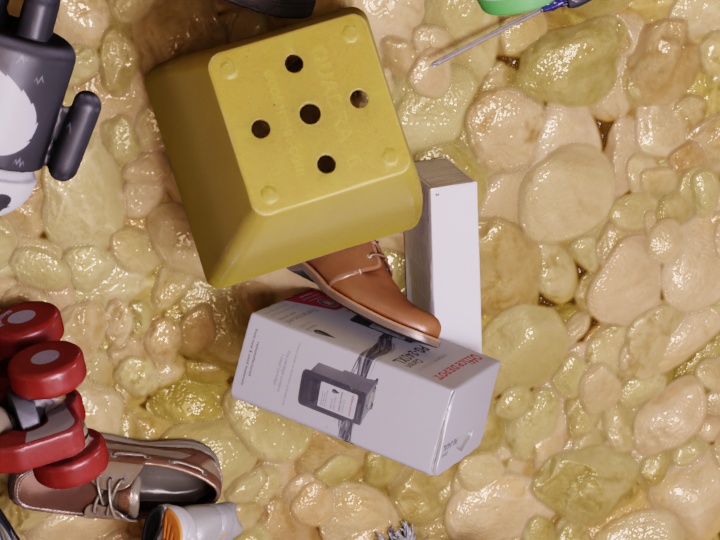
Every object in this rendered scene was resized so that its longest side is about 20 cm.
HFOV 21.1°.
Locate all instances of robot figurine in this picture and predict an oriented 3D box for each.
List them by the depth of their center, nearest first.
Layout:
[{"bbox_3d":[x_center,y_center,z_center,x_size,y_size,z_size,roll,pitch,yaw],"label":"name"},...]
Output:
[{"bbox_3d":[-0.306,-0.142,1.586,0.124,0.150,0.201,1,113,-56],"label":"robot figurine"}]

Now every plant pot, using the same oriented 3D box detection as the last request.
[{"bbox_3d":[-0.055,-0.115,1.610,0.199,0.176,0.201,-17,87,-10],"label":"plant pot"}]

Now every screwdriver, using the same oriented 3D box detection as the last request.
[{"bbox_3d":[0.148,-0.233,1.753,0.199,0.028,0.029,-23,84,-8],"label":"screwdriver"}]

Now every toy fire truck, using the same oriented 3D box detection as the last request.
[{"bbox_3d":[-0.314,0.121,1.642,0.167,0.200,0.113,-18,118,-15],"label":"toy fire truck"}]

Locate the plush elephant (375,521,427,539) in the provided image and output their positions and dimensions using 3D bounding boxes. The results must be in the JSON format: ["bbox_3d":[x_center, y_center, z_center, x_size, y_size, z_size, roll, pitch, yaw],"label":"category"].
[{"bbox_3d":[0.099,0.345,1.872,0.164,0.155,0.200,-38,116,-1],"label":"plush elephant"}]

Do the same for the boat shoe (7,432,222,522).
[{"bbox_3d":[-0.220,0.192,1.764,0.198,0.072,0.076,-4,110,-16],"label":"boat shoe"}]

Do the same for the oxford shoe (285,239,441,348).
[{"bbox_3d":[0.000,0.000,1.710,0.072,0.200,0.071,-56,156,2],"label":"oxford shoe"}]

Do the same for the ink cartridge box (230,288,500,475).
[{"bbox_3d":[0.009,0.096,1.711,0.199,0.145,0.084,20,104,17],"label":"ink cartridge box"}]

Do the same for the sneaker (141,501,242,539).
[{"bbox_3d":[-0.164,0.283,1.786,0.091,0.076,0.200,-7,146,-33],"label":"sneaker"}]

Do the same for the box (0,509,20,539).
[{"bbox_3d":[-0.351,0.251,1.694,0.086,0.164,0.201,-29,114,-5],"label":"box"}]

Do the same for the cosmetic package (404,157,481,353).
[{"bbox_3d":[0.077,0.005,1.785,0.050,0.083,0.201,-8,112,-14],"label":"cosmetic package"}]

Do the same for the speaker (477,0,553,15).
[{"bbox_3d":[0.120,-0.328,1.676,0.088,0.088,0.201,-19,114,-10],"label":"speaker"}]

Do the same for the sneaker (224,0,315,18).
[{"bbox_3d":[-0.120,-0.286,1.630,0.198,0.060,0.105,14,108,-16],"label":"sneaker"}]
